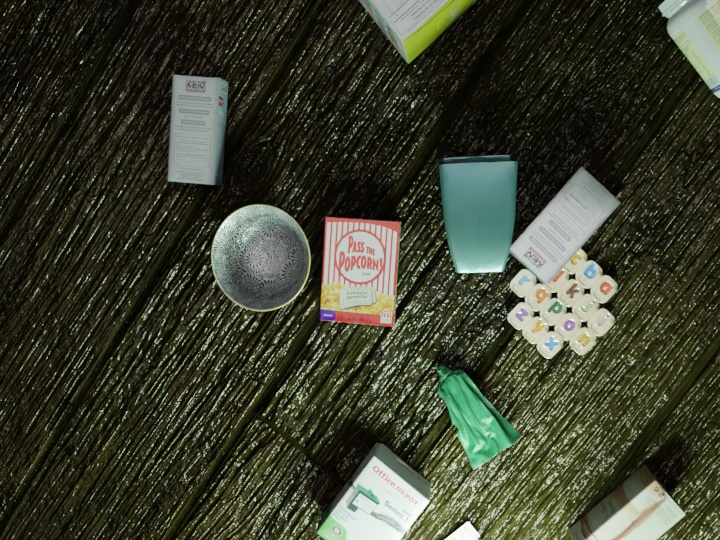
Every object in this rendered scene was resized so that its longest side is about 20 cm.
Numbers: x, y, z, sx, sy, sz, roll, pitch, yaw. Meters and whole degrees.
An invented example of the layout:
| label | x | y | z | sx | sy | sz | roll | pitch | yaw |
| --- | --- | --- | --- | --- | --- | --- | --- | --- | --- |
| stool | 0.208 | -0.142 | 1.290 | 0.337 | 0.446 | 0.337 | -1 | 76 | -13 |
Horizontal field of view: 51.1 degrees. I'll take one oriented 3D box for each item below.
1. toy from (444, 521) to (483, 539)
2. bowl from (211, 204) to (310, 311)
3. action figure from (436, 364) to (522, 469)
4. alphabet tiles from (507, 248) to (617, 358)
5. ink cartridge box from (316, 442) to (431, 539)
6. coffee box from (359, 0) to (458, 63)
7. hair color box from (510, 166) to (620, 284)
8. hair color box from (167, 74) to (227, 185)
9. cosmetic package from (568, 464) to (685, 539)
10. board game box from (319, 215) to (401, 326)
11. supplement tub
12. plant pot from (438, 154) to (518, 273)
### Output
| label | x | y | z | sx | sy | sz | roll | pitch | yaw |
| --- | --- | --- | --- | --- | --- | --- | --- | --- | --- |
| toy | 0.177 | 0.612 | 1.506 | 0.199 | 0.047 | 0.116 | -41 | 87 | 9 |
| bowl | -0.186 | -0.028 | 1.478 | 0.195 | 0.094 | 0.206 | 1 | 95 | 7 |
| action figure | 0.211 | 0.268 | 1.469 | 0.117 | 0.055 | 0.202 | -36 | 83 | 11 |
| alphabet tiles | 0.386 | 0.061 | 1.447 | 0.200 | 0.015 | 0.196 | 43 | 99 | 3 |
| ink cartridge box | 0.029 | 0.472 | 1.496 | 0.145 | 0.084 | 0.202 | 36 | 99 | 3 |
| coffee box | 0.097 | -0.527 | 1.343 | 0.199 | 0.200 | 0.199 | -39 | 90 | 8 |
| hair color box | 0.376 | -0.081 | 1.403 | 0.099 | 0.061 | 0.201 | 42 | 94 | 7 |
| hair color box | -0.320 | -0.275 | 1.485 | 0.096 | 0.061 | 0.206 | 5 | 96 | 7 |
| cosmetic package | 0.500 | 0.475 | 1.423 | 0.200 | 0.103 | 0.087 | -44 | 87 | 7 |
| board game box | 0.000 | 0.000 | 1.479 | 0.147 | 0.046 | 0.206 | 4 | 95 | 7 |
| supplement tub | 0.628 | -0.421 | 1.307 | 0.144 | 0.145 | 0.201 | -38 | 89 | 9 |
| plant pot | 0.217 | -0.104 | 1.397 | 0.138 | 0.141 | 0.205 | -1 | 102 | 8 |
